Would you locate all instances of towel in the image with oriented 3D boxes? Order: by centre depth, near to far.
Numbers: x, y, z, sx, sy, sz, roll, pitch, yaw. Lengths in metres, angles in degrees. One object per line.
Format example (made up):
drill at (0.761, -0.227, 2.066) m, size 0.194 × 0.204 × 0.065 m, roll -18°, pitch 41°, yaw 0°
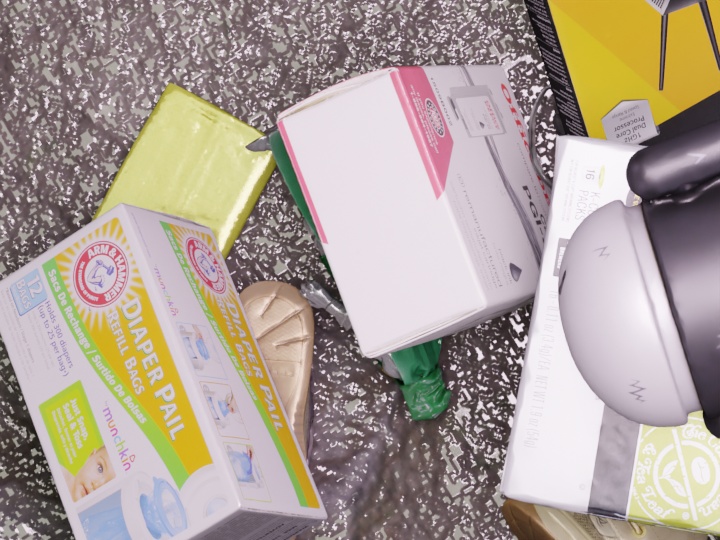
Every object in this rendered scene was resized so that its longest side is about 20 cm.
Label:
towel at (-0.129, -0.009, 1.809) m, size 0.086 × 0.018 × 0.201 m, roll 29°, pitch 91°, yaw 2°

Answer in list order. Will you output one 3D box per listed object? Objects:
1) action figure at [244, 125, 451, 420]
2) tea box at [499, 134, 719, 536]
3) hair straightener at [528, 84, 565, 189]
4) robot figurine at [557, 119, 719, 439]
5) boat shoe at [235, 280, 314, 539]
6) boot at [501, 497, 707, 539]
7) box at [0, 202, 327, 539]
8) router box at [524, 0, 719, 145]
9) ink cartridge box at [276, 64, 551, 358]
action figure at (0.000, 0.000, 1.763) m, size 0.054 × 0.118 × 0.201 m, roll -26°, pitch 95°, yaw 25°
tea box at (0.190, 0.039, 1.612) m, size 0.195 × 0.134 × 0.202 m, roll 8°, pitch 91°, yaw 7°
hair straightener at (0.164, -0.026, 1.748) m, size 0.041 × 0.077 × 0.201 m, roll -37°, pitch 86°, yaw 30°
robot figurine at (0.198, 0.004, 1.485) m, size 0.199 × 0.125 × 0.151 m, roll -17°, pitch 81°, yaw 7°
boat shoe at (-0.060, 0.108, 1.773) m, size 0.071 × 0.065 × 0.202 m, roll 6°, pitch 86°, yaw 10°
boot at (0.199, 0.154, 1.734) m, size 0.200 × 0.073 × 0.156 m, roll 44°, pitch 72°, yaw -6°
box at (-0.120, 0.077, 1.708) m, size 0.112 × 0.101 × 0.201 m, roll -32°, pitch 68°, yaw 21°
router box at (0.200, -0.155, 1.710) m, size 0.199 × 0.051 × 0.150 m, roll -24°, pitch 112°, yaw -12°
ink cartridge box at (0.044, -0.040, 1.692) m, size 0.082 × 0.200 × 0.147 m, roll -23°, pitch 87°, yaw 21°
